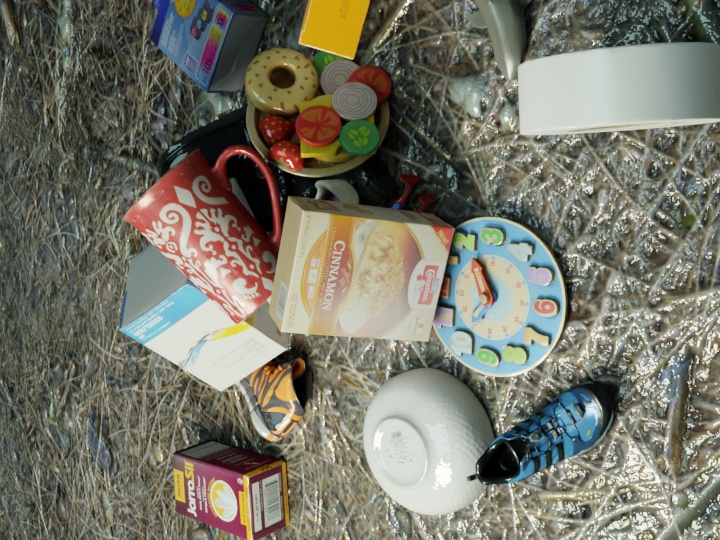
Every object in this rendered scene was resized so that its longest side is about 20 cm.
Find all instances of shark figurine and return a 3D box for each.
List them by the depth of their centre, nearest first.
[{"bbox_3d":[0.123,-0.337,1.050,0.214,0.089,0.129,44,122,26],"label":"shark figurine"}]

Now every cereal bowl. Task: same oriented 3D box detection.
[{"bbox_3d":[0.076,0.235,1.188,0.199,0.083,0.202,10,104,41],"label":"cereal bowl"}]

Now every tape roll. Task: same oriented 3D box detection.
[{"bbox_3d":[0.257,-0.176,0.879,0.201,0.202,0.071,1,97,42],"label":"tape roll"}]

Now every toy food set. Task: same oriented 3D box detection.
[{"bbox_3d":[-0.055,-0.214,1.180,0.049,0.196,0.201,90,176,-63],"label":"toy food set"}]

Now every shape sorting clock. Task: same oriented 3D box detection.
[{"bbox_3d":[0.163,0.034,1.105,0.199,0.039,0.202,9,103,41],"label":"shape sorting clock"}]

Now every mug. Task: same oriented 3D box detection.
[{"bbox_3d":[-0.176,-0.049,1.142,0.200,0.134,0.177,48,125,-7],"label":"mug"}]

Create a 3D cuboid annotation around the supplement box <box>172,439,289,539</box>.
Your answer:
[{"bbox_3d":[-0.217,0.360,1.469,0.199,0.085,0.111,4,100,42],"label":"supplement box"}]

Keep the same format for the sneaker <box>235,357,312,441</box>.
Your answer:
[{"bbox_3d":[-0.137,0.155,1.382,0.112,0.077,0.201,-43,63,22],"label":"sneaker"}]

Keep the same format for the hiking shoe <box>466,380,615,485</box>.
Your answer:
[{"bbox_3d":[0.218,0.204,1.051,0.200,0.086,0.075,-49,65,35],"label":"hiking shoe"}]

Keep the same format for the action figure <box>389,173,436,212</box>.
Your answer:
[{"bbox_3d":[0.011,-0.035,1.195,0.065,0.099,0.201,51,129,27],"label":"action figure"}]

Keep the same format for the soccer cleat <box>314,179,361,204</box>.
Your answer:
[{"bbox_3d":[-0.058,-0.023,1.152,0.069,0.086,0.202,14,90,29],"label":"soccer cleat"}]

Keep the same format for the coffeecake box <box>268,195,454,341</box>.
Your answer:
[{"bbox_3d":[0.000,0.000,1.104,0.073,0.199,0.155,-136,55,-63],"label":"coffeecake box"}]

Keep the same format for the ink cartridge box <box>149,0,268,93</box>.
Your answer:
[{"bbox_3d":[-0.248,-0.385,1.384,0.200,0.076,0.137,44,123,30],"label":"ink cartridge box"}]

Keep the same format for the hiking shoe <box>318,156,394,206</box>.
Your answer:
[{"bbox_3d":[-0.046,-0.145,1.239,0.200,0.075,0.101,49,122,24],"label":"hiking shoe"}]

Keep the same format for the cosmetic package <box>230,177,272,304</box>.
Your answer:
[{"bbox_3d":[-0.117,-0.043,1.297,0.081,0.112,0.201,-48,67,35],"label":"cosmetic package"}]

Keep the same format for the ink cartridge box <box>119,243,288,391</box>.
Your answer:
[{"bbox_3d":[-0.223,0.050,1.302,0.144,0.200,0.148,-33,39,24],"label":"ink cartridge box"}]

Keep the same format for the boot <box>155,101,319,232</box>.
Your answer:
[{"bbox_3d":[-0.167,-0.124,1.223,0.199,0.076,0.169,-28,75,3],"label":"boot"}]

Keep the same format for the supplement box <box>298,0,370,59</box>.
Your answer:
[{"bbox_3d":[-0.023,-0.349,1.107,0.073,0.200,0.127,14,112,-5],"label":"supplement box"}]
